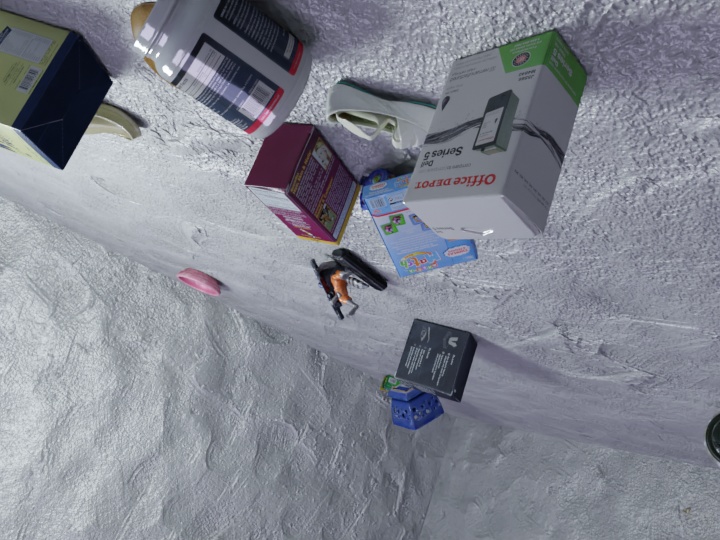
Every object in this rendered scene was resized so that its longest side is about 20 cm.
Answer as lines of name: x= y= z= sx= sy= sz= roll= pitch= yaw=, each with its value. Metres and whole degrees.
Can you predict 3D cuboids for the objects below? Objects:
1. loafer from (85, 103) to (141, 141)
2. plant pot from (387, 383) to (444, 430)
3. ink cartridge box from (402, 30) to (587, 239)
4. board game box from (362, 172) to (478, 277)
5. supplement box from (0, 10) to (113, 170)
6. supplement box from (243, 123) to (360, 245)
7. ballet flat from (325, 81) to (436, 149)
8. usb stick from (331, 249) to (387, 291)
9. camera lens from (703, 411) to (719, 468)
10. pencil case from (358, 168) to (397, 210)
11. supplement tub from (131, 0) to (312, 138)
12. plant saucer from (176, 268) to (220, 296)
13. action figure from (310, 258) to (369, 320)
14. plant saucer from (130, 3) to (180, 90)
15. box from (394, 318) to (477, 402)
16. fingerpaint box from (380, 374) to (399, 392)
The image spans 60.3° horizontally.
loafer: x=-0.561 y=-0.316 z=1.307 sx=0.197 sy=0.069 sz=0.076 roll=23 pitch=164 yaw=-3
plant pot: x=0.255 y=0.633 z=2.982 sx=0.199 sy=0.197 sz=0.183 roll=-6 pitch=105 yaw=59
ink cartridge box: x=0.150 y=-0.144 z=0.694 sx=0.084 sy=0.203 sz=0.144 roll=33 pitch=160 yaw=-37
board game box: x=0.106 y=-0.079 z=1.060 sx=0.148 sy=0.037 sz=0.201 roll=-13 pitch=134 yaw=16
supplement box: x=-0.594 y=-0.321 z=1.097 sx=0.196 sy=0.203 sz=0.135 roll=19 pitch=163 yaw=11
supplement box: x=-0.099 y=-0.151 z=1.121 sx=0.102 sy=0.133 sz=0.200 roll=11 pitch=160 yaw=31
ballet flat: x=0.040 y=-0.208 z=0.879 sx=0.196 sy=0.071 sz=0.070 roll=19 pitch=164 yaw=10
usb stick: x=0.000 y=0.000 z=1.650 sx=0.055 sy=0.033 sz=0.199 roll=16 pitch=165 yaw=47
camera lens: x=0.982 y=0.455 z=1.584 sx=0.158 sy=0.163 sz=0.199 roll=5 pitch=157 yaw=45
pencil case: x=0.084 y=-0.104 z=1.120 sx=0.198 sy=0.079 sz=0.087 roll=30 pitch=127 yaw=-26
supplement tub: x=-0.174 y=-0.279 z=0.797 sx=0.198 sy=0.143 sz=0.139 roll=30 pitch=162 yaw=-27
plant saucer: x=-0.684 y=0.045 z=2.644 sx=0.197 sy=0.052 sz=0.201 roll=20 pitch=163 yaw=6
action figure: x=-0.049 y=0.048 z=1.692 sx=0.193 sy=0.103 sz=0.202 roll=42 pitch=160 yaw=58
plant saucer: x=-0.271 y=-0.326 z=0.964 sx=0.197 sy=0.036 sz=0.201 roll=21 pitch=163 yaw=6
box: x=0.237 y=0.281 z=1.931 sx=0.197 sy=0.200 sz=0.117 roll=12 pitch=162 yaw=29
fingerpaint box: x=0.213 y=0.631 z=3.292 sx=0.197 sy=0.075 sz=0.167 roll=22 pitch=164 yaw=-1
